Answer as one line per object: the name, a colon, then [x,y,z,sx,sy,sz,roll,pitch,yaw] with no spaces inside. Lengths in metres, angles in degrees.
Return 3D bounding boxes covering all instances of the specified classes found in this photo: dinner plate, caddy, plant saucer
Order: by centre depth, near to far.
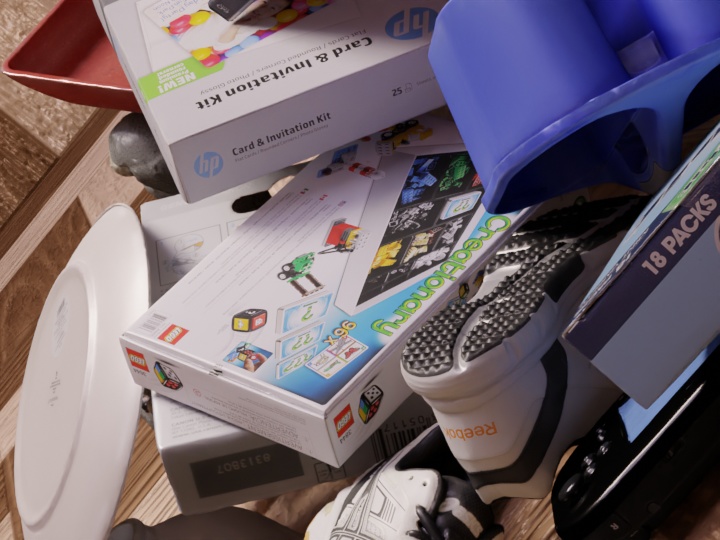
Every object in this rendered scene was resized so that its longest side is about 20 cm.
caddy: [0.110,-0.082,1.128,0.141,0.105,0.200,-25,-7,-5]
dinner plate: [-0.145,0.064,1.316,0.200,0.024,0.202,-168,90,-70]
plant saucer: [-0.058,-0.140,1.398,0.199,0.037,0.200,9,45,29]

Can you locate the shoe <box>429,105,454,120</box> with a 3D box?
shoe: [0.038,-0.078,1.382,0.070,0.053,0.201,-37,-45,-77]

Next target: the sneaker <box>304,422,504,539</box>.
sneaker: [0.016,0.125,1.093,0.088,0.076,0.200,-46,15,20]

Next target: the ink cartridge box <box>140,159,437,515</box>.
ink cartridge box: [-0.021,0.022,1.268,0.161,0.057,0.200,-14,32,2]

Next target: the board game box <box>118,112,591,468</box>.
board game box: [0.000,0.000,1.222,0.126,0.035,0.200,20,49,36]

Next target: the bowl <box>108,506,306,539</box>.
bowl: [-0.106,0.187,1.299,0.201,0.090,0.201,-48,15,16]

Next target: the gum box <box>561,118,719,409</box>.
gum box: [0.161,-0.050,0.976,0.170,0.045,0.200,-50,-2,22]

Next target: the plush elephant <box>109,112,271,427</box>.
plush elephant: [-0.087,0.032,1.440,0.155,0.200,0.165,-43,60,19]

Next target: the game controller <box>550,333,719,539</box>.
game controller: [0.144,0.025,1.012,0.200,0.042,0.104,-49,14,8]

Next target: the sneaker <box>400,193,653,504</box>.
sneaker: [0.087,0.029,1.128,0.073,0.080,0.200,-9,21,40]

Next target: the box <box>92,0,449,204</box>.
box: [-0.044,-0.125,1.313,0.155,0.041,0.200,-21,39,-5]

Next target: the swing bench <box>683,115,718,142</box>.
swing bench: [0.117,-0.191,1.299,0.199,0.129,0.201,-79,-10,-63]

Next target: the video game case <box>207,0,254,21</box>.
video game case: [0.002,-0.205,1.223,0.143,0.019,0.200,-61,15,-25]
